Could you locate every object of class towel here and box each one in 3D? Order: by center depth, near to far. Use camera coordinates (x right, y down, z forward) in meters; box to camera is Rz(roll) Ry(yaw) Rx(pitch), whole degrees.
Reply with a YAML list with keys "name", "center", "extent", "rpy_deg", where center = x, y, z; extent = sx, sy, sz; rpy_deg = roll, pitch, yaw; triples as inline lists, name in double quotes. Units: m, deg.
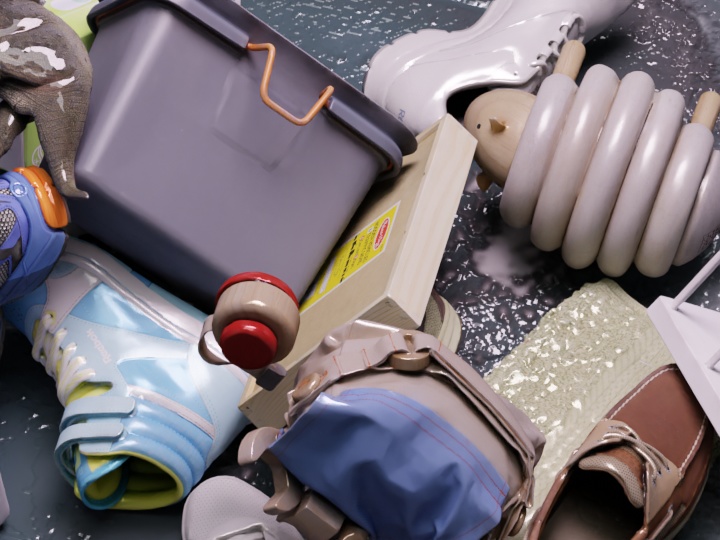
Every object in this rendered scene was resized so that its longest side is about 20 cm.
- name: "towel"
  center: [0.130, 0.095, 1.687]
  extent: [0.148, 0.037, 0.200]
  rpy_deg: [31, 57, 26]

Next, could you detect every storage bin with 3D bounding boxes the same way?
- name: "storage bin"
  center: [-0.084, -0.064, 1.691]
  extent: [0.199, 0.145, 0.135]
  rpy_deg: [34, 70, -21]

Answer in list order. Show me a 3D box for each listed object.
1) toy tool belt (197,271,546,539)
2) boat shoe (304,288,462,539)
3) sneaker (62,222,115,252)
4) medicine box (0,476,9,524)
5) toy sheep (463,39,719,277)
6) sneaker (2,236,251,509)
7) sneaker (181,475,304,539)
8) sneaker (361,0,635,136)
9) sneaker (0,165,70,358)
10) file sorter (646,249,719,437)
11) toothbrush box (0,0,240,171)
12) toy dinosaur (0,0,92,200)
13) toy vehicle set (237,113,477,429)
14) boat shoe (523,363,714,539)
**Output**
- name: "toy tool belt"
  center: [0.000, 0.093, 1.540]
  extent: [0.199, 0.125, 0.123]
  rpy_deg: [32, 39, -14]
- name: "boat shoe"
  center: [0.001, 0.075, 1.674]
  extent: [0.071, 0.066, 0.201]
  rpy_deg: [-15, 36, 35]
- name: "sneaker"
  center: [-0.205, -0.020, 1.782]
  extent: [0.199, 0.074, 0.080]
  rpy_deg: [3, 71, 2]
- name: "medicine box"
  center: [-0.304, 0.073, 1.609]
  extent: [0.182, 0.201, 0.103]
  rpy_deg: [28, 57, 23]
- name: "toy sheep"
  center: [0.156, -0.060, 1.760]
  extent: [0.199, 0.138, 0.138]
  rpy_deg: [18, 52, 8]
- name: "sneaker"
  center: [-0.162, 0.063, 1.684]
  extent: [0.199, 0.080, 0.131]
  rpy_deg: [26, 55, 12]
- name: "sneaker"
  center: [-0.051, 0.166, 1.581]
  extent: [0.073, 0.116, 0.201]
  rpy_deg: [-18, 50, -11]
- name: "sneaker"
  center: [0.101, -0.133, 1.851]
  extent: [0.199, 0.075, 0.087]
  rpy_deg: [-33, 43, -14]
- name: "sneaker"
  center: [-0.243, 0.016, 1.669]
  extent: [0.078, 0.201, 0.075]
  rpy_deg: [0, 43, -40]
- name: "file sorter"
  center: [0.282, 0.065, 1.612]
  extent: [0.138, 0.125, 0.201]
  rpy_deg: [16, 35, -42]
- name: "toothbrush box"
  center: [-0.192, -0.147, 1.821]
  extent: [0.145, 0.087, 0.200]
  rpy_deg: [25, 34, 31]
- name: "toy dinosaur"
  center: [-0.198, -0.118, 1.640]
  extent: [0.102, 0.077, 0.200]
  rpy_deg: [-36, 47, -11]
- name: "toy vehicle set"
  center: [0.000, 0.000, 1.691]
  extent: [0.027, 0.124, 0.200]
  rpy_deg: [44, 32, -16]
- name: "boat shoe"
  center: [0.142, 0.122, 1.591]
  extent: [0.075, 0.072, 0.200]
  rpy_deg: [28, 55, 10]
